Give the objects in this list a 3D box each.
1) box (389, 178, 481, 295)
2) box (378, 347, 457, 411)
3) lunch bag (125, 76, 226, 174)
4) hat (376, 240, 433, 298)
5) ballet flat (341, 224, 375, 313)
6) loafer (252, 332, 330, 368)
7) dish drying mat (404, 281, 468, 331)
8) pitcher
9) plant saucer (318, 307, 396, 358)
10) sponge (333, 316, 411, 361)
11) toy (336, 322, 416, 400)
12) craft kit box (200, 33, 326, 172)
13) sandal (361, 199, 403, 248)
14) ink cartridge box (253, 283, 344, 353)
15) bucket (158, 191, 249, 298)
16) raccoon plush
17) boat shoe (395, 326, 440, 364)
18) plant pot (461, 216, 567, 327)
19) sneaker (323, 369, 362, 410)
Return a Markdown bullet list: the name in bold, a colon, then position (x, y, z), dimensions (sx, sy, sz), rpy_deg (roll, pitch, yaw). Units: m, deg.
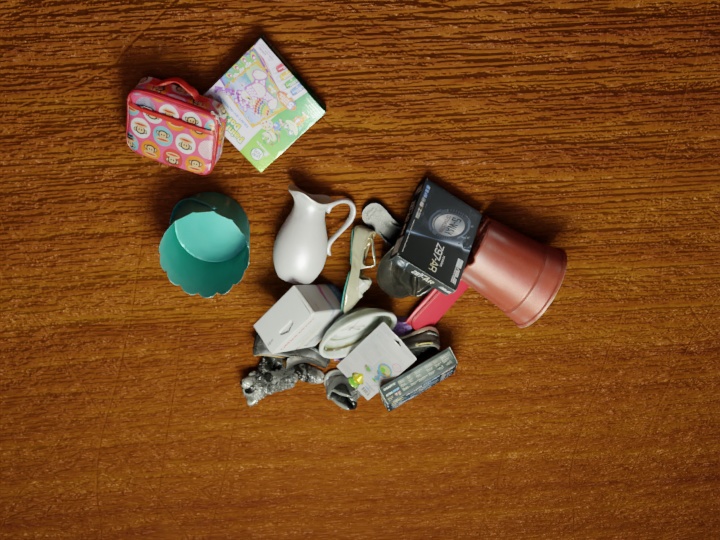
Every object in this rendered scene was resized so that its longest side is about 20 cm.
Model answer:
- **box**: position (0.166, -0.073, 1.613), dimensions (0.158, 0.203, 0.043), rpy_deg (30, 156, -15)
- **box**: position (0.140, 0.268, 1.796), dimensions (0.197, 0.159, 0.047), rpy_deg (-30, 74, -4)
- **lunch bag**: position (-0.369, -0.301, 1.489), dimensions (0.196, 0.083, 0.178), rpy_deg (18, 130, -1)
- **hat**: position (0.138, 0.004, 1.672), dimensions (0.196, 0.081, 0.204), rpy_deg (-13, 132, -15)
- **ballet flat**: position (0.000, 0.000, 1.668), dimensions (0.068, 0.069, 0.205), rpy_deg (8, 92, -8)
- **loafer**: position (-0.170, 0.205, 1.798), dimensions (0.196, 0.074, 0.073), rpy_deg (21, 159, -8)
- **dish drying mat**: position (0.195, 0.068, 1.769), dimensions (0.076, 0.018, 0.201), rpy_deg (30, 107, -36)
- **pitcher**: position (-0.103, -0.075, 1.643), dimensions (0.168, 0.121, 0.204), rpy_deg (8, 108, -22)
- **plant saucer**: position (-0.012, 0.135, 1.727), dimensions (0.196, 0.051, 0.201), rpy_deg (-21, 155, -10)
- **sponge**: position (0.027, 0.169, 1.825), dimensions (0.195, 0.030, 0.114), rpy_deg (-1, 119, -3)
- **toy**: position (0.042, 0.212, 1.763), dimensions (0.115, 0.047, 0.200), rpy_deg (46, 123, 2)
- **craft kit box**: position (-0.205, -0.341, 1.525), dimensions (0.196, 0.049, 0.200), rpy_deg (-37, 114, 19)
- **sandal**: position (0.082, -0.079, 1.683), dimensions (0.198, 0.043, 0.076), rpy_deg (33, 112, -19)
- **ink cartridge box**: position (-0.128, 0.107, 1.683), dimensions (0.144, 0.199, 0.085), rpy_deg (-43, 74, 18)
- **bucket**: position (-0.334, -0.063, 1.616), dimensions (0.202, 0.136, 0.211), rpy_deg (-2, 119, -3)
- **raccoon plush**: position (-0.203, 0.293, 1.850), dimensions (0.197, 0.098, 0.135), rpy_deg (24, 123, -16)
- **boat shoe**: position (0.102, 0.203, 1.792), dimensions (0.198, 0.061, 0.072), rpy_deg (-27, 124, 16)
- **plant pot**: position (0.325, -0.008, 1.662), dimensions (0.193, 0.202, 0.203), rpy_deg (29, 114, -9)
- **sneaker**: position (0.005, 0.306, 1.850), dimensions (0.195, 0.116, 0.077), rpy_deg (-2, 120, -2)
